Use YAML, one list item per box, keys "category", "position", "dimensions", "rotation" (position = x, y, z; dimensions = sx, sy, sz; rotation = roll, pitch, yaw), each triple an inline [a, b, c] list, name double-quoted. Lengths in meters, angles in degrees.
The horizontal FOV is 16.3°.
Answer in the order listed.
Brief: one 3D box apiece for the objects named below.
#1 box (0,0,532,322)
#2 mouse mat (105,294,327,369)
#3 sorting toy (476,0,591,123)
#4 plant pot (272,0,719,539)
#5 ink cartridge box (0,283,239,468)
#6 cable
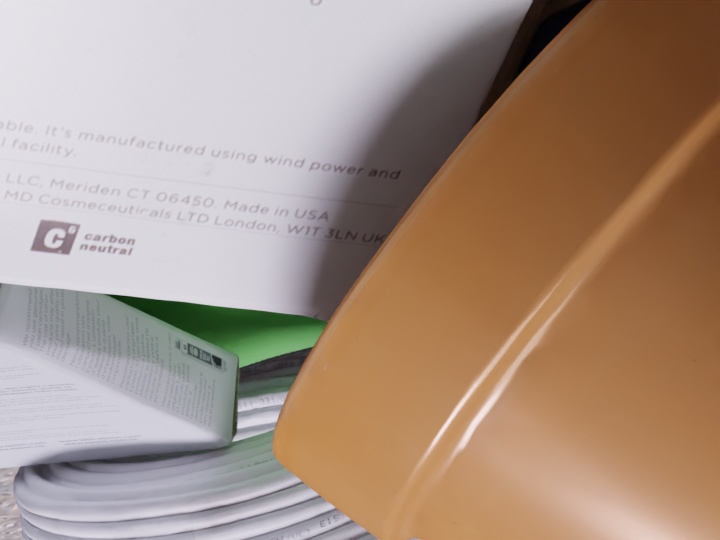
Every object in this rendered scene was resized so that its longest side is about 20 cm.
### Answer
- category: "box"
  position: [-0.065, -0.104, 0.640]
  dimensions: [0.198, 0.131, 0.201]
  rotation: [7, 135, -19]
- category: "mouse mat"
  position: [0.000, 0.000, 0.927]
  dimensions: [0.199, 0.008, 0.161]
  rotation: [-18, 162, 17]
- category: "sorting toy"
  position: [0.102, -0.107, 0.730]
  dimensions: [0.200, 0.036, 0.185]
  rotation: [-39, 166, -29]
- category: "plant pot"
  position: [0.092, 0.022, 0.687]
  dimensions: [0.200, 0.140, 0.200]
  rotation: [-46, 168, -12]
- category: "ink cartridge box"
  position: [-0.176, 0.032, 0.887]
  dimensions: [0.199, 0.041, 0.200]
  rotation: [-7, 162, 27]
- category: "cable"
  position: [-0.039, 0.081, 0.991]
  dimensions: [0.199, 0.070, 0.200]
  rotation: [-11, -168, 17]
